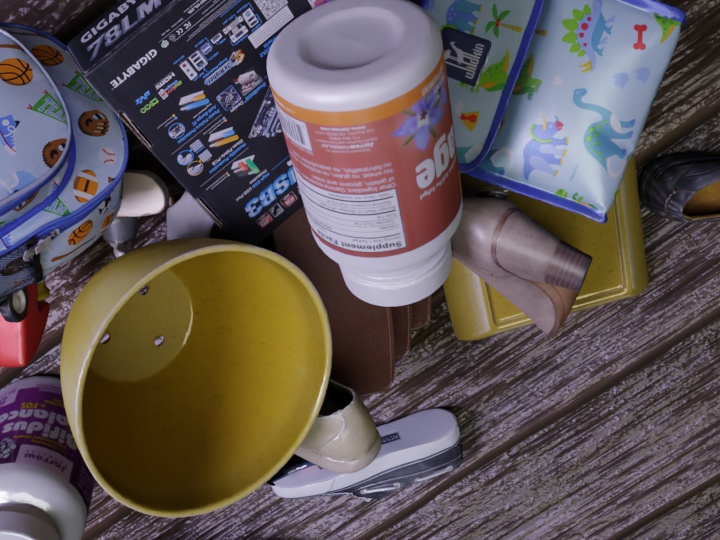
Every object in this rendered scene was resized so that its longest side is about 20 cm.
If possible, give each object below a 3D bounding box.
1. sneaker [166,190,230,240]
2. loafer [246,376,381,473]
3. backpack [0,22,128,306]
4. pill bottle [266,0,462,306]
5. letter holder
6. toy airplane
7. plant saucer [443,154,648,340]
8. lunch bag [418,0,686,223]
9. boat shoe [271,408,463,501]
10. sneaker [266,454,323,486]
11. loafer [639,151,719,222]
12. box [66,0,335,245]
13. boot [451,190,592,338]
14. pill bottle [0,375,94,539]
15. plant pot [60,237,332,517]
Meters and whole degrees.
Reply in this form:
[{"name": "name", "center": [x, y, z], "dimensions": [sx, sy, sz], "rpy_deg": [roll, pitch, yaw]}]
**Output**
[{"name": "sneaker", "center": [-0.137, -0.018, 0.851], "dimensions": [0.072, 0.085, 0.201], "rpy_deg": [-9, 143, -35]}, {"name": "loafer", "center": [-0.073, 0.103, 0.813], "dimensions": [0.199, 0.076, 0.069], "rpy_deg": [15, 127, 21]}, {"name": "backpack", "center": [-0.254, -0.076, 0.643], "dimensions": [0.190, 0.154, 0.201], "rpy_deg": [-33, 86, -32]}, {"name": "pill bottle", "center": [0.011, -0.073, 0.660], "dimensions": [0.111, 0.113, 0.201], "rpy_deg": [-14, 135, 0]}, {"name": "letter holder", "center": [0.000, 0.000, 0.852], "dimensions": [0.141, 0.101, 0.201], "rpy_deg": [-12, 119, -3]}, {"name": "toy airplane", "center": [-0.280, -0.051, 0.780], "dimensions": [0.200, 0.141, 0.199], "rpy_deg": [42, 93, 9]}, {"name": "plant saucer", "center": [0.168, -0.030, 0.888], "dimensions": [0.198, 0.049, 0.201], "rpy_deg": [-16, 118, 1]}, {"name": "lunch bag", "center": [0.128, -0.152, 0.766], "dimensions": [0.199, 0.127, 0.171], "rpy_deg": [21, 101, 6]}, {"name": "boat shoe", "center": [0.009, 0.201, 0.981], "dimensions": [0.198, 0.072, 0.068], "rpy_deg": [-17, 118, -7]}, {"name": "sneaker", "center": [-0.122, 0.174, 0.936], "dimensions": [0.198, 0.085, 0.075], "rpy_deg": [-12, 119, -1]}, {"name": "loafer", "center": [0.359, -0.077, 0.874], "dimensions": [0.198, 0.072, 0.073], "rpy_deg": [-14, 118, -1]}, {"name": "box", "center": [-0.062, -0.138, 0.670], "dimensions": [0.200, 0.050, 0.199], "rpy_deg": [-40, 139, -1]}, {"name": "boot", "center": [0.116, -0.012, 0.814], "dimensions": [0.145, 0.200, 0.071], "rpy_deg": [24, 75, 13]}, {"name": "pill bottle", "center": [-0.293, 0.191, 0.855], "dimensions": [0.111, 0.200, 0.113], "rpy_deg": [-3, 119, -6]}, {"name": "plant pot", "center": [-0.141, 0.058, 0.723], "dimensions": [0.199, 0.142, 0.202], "rpy_deg": [-15, 116, -33]}]
